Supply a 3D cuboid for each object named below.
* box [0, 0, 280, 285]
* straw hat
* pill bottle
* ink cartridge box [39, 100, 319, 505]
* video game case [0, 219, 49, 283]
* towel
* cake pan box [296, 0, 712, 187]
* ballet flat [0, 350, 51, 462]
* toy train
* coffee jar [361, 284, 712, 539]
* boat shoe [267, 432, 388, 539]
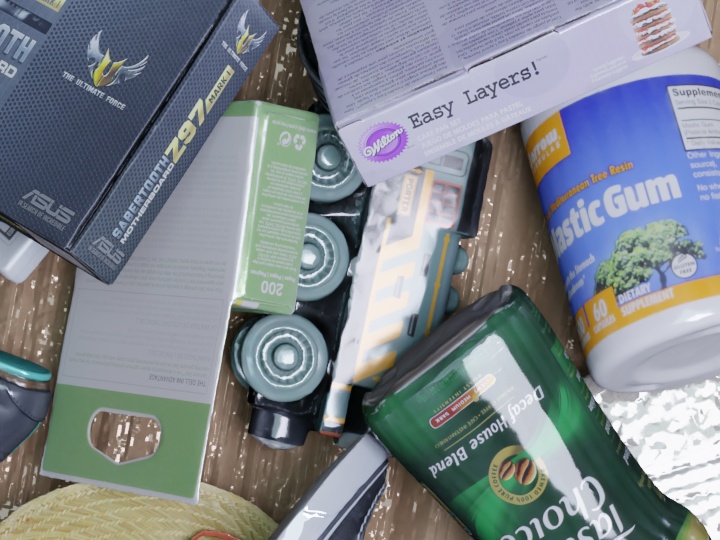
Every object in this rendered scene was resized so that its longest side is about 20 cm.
[{"bbox_3d":[-0.162,-0.106,1.213,0.199,0.051,0.158,30,82,29],"label":"box"},{"bbox_3d":[-0.117,0.208,1.241,0.199,0.085,0.202,11,53,-16],"label":"straw hat"},{"bbox_3d":[0.146,-0.048,1.240,0.111,0.112,0.202,-15,71,0],"label":"pill bottle"},{"bbox_3d":[-0.095,0.014,1.236,0.048,0.145,0.202,10,86,-40],"label":"ink cartridge box"},{"bbox_3d":[-0.174,-0.120,1.266,0.182,0.023,0.200,39,88,30],"label":"video game case"},{"bbox_3d":[0.162,0.109,1.278,0.198,0.034,0.134,-16,85,0],"label":"towel"},{"bbox_3d":[0.059,-0.148,1.225,0.199,0.185,0.052,-24,130,5],"label":"cake pan box"},{"bbox_3d":[-0.259,0.044,1.267,0.199,0.073,0.074,26,87,8],"label":"ballet flat"},{"bbox_3d":[0.000,0.000,1.267,0.113,0.085,0.202,12,86,-8],"label":"toy train"},{"bbox_3d":[0.097,0.114,1.206,0.104,0.085,0.200,-38,96,5],"label":"coffee jar"},{"bbox_3d":[-0.031,0.173,1.192,0.068,0.072,0.201,35,61,-2],"label":"boat shoe"}]
